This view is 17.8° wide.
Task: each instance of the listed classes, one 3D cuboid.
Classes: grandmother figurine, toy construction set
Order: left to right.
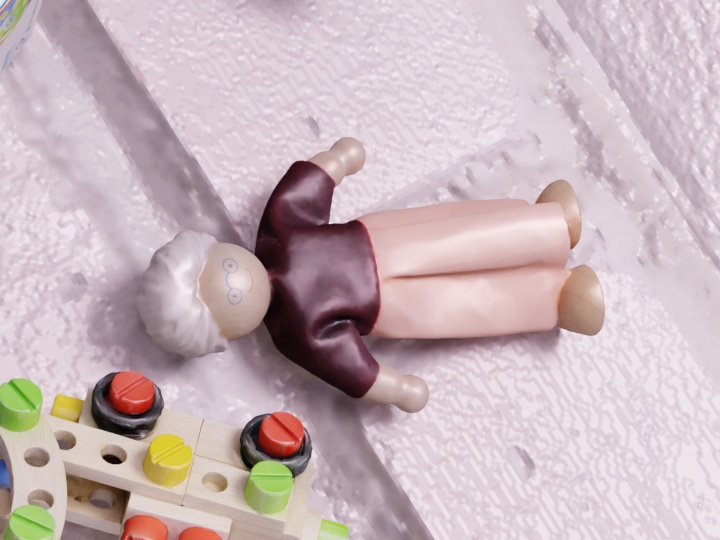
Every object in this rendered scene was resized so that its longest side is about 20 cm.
[{"bbox_3d":[-0.081,0.110,0.889,0.199,0.092,0.132,27,40,-14],"label":"toy construction set"},{"bbox_3d":[0.000,0.000,0.976,0.199,0.061,0.122,-8,64,-22],"label":"grandmother figurine"}]

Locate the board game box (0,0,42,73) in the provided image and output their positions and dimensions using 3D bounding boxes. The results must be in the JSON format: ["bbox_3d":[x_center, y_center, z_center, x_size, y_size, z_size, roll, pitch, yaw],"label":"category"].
[{"bbox_3d":[-0.234,-0.140,0.930,0.200,0.105,0.103,36,64,-2],"label":"board game box"}]
